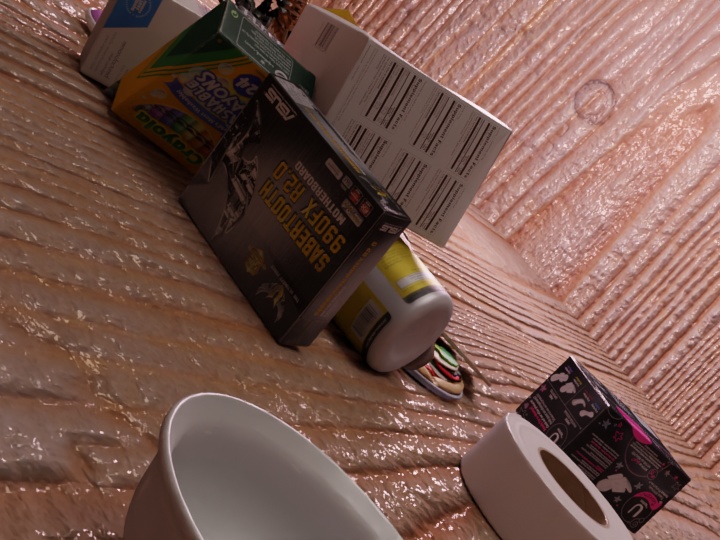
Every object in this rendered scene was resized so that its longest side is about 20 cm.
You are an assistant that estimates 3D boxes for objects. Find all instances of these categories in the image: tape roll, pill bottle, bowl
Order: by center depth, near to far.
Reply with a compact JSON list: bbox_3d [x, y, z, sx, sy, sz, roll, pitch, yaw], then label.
[{"bbox_3d":[-0.046,0.162,0.565,0.201,0.090,0.201,43,12,-11],"label":"bowl"},{"bbox_3d":[0.194,0.243,1.204,0.202,0.071,0.203,43,12,-11],"label":"tape roll"},{"bbox_3d":[0.000,0.000,1.248,0.201,0.112,0.112,51,13,24],"label":"pill bottle"}]

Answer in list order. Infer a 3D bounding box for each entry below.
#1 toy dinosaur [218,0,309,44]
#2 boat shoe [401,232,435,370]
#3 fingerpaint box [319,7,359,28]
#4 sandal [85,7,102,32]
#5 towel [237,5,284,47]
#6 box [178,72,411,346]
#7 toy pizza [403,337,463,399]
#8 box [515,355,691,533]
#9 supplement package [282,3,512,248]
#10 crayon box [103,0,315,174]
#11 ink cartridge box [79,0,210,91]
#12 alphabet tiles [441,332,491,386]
[{"bbox_3d":[-0.109,-0.312,1.444,0.137,0.199,0.102,61,34,-1],"label":"toy dinosaur"},{"bbox_3d":[0.045,0.016,1.327,0.072,0.075,0.203,25,46,-63],"label":"boat shoe"},{"bbox_3d":[-0.046,-0.201,1.493,0.072,0.201,0.168,-4,50,-33],"label":"fingerpaint box"},{"bbox_3d":[-0.246,-0.242,1.367,0.203,0.050,0.082,51,12,19],"label":"sandal"},{"bbox_3d":[-0.137,-0.227,1.418,0.165,0.086,0.199,41,-19,-23],"label":"towel"},{"bbox_3d":[-0.066,-0.057,1.085,0.048,0.159,0.201,14,33,-54],"label":"box"},{"bbox_3d":[0.058,0.072,1.410,0.200,0.032,0.200,44,11,-11],"label":"toy pizza"},{"bbox_3d":[0.326,0.237,1.594,0.200,0.115,0.132,40,11,-29],"label":"box"},{"bbox_3d":[0.016,-0.157,1.255,0.198,0.148,0.191,27,10,-30],"label":"supplement package"},{"bbox_3d":[-0.158,-0.171,1.184,0.125,0.198,0.052,37,45,-32],"label":"crayon box"},{"bbox_3d":[-0.186,-0.222,1.260,0.198,0.117,0.067,27,16,-23],"label":"ink cartridge box"},{"bbox_3d":[0.104,0.079,1.520,0.167,0.006,0.200,48,0,-3],"label":"alphabet tiles"}]
